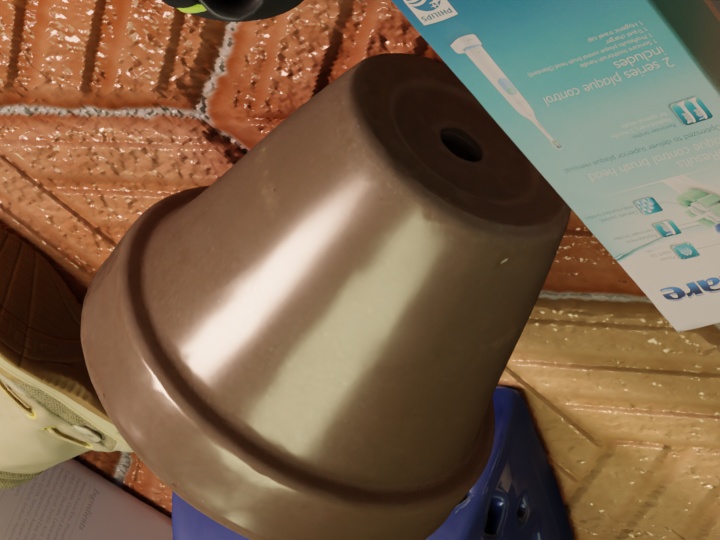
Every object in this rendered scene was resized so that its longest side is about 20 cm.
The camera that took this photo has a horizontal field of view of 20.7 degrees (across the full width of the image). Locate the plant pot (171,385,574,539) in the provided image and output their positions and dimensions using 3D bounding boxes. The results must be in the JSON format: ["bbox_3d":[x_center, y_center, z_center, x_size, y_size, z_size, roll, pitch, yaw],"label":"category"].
[{"bbox_3d":[-0.001,0.185,1.104,0.200,0.180,0.200,3,142,21],"label":"plant pot"}]

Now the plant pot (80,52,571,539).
[{"bbox_3d":[0.000,0.000,0.880,0.200,0.200,0.175,27,125,-12],"label":"plant pot"}]

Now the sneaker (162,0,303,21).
[{"bbox_3d":[-0.062,-0.121,0.751,0.072,0.083,0.200,-29,159,10],"label":"sneaker"}]

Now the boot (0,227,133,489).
[{"bbox_3d":[-0.218,0.053,1.119,0.155,0.073,0.200,-19,135,37],"label":"boot"}]

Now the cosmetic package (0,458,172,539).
[{"bbox_3d":[-0.230,0.213,1.295,0.200,0.123,0.199,34,142,-22],"label":"cosmetic package"}]

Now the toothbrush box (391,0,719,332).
[{"bbox_3d":[0.111,-0.097,0.708,0.085,0.146,0.200,-14,132,38],"label":"toothbrush box"}]
